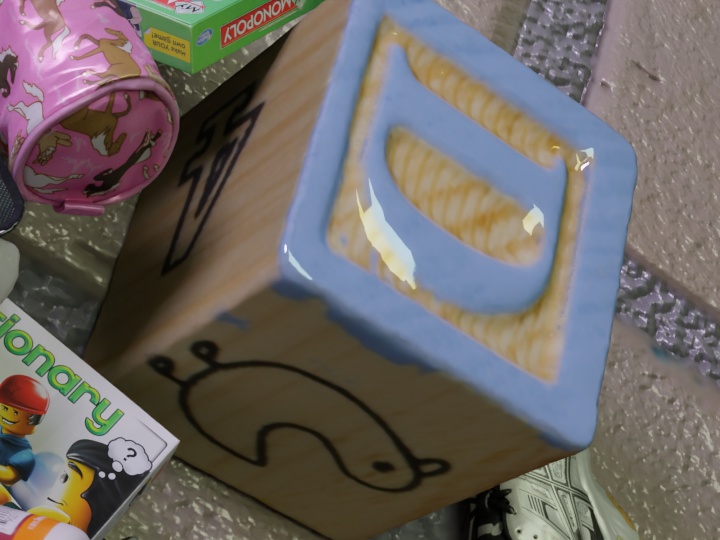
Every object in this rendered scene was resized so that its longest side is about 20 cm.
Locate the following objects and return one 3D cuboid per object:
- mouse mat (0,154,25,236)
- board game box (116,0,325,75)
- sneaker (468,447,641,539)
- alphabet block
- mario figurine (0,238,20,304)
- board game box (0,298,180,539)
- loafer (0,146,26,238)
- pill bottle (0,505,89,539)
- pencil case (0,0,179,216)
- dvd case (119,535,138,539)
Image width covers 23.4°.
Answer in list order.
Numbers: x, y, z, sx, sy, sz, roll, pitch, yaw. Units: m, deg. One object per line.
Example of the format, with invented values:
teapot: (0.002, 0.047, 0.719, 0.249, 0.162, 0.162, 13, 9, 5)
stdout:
mouse mat: (-0.245, -0.063, 0.728, 0.161, 0.008, 0.200, -19, 54, -18)
board game box: (-0.120, -0.168, 0.914, 0.200, 0.029, 0.135, 24, 41, 29)
sneaker: (0.092, 0.124, 0.999, 0.088, 0.076, 0.200, -32, 90, -43)
alphabet block: (0.000, 0.000, 0.902, 0.195, 0.200, 0.197, 32, 53, -21)
mario figurine: (-0.233, -0.002, 0.754, 0.123, 0.106, 0.200, 50, 47, -9)
board game box: (-0.198, 0.062, 0.797, 0.200, 0.035, 0.126, 39, 49, 2)
loafer: (-0.241, -0.090, 0.833, 0.200, 0.063, 0.072, 34, 16, -24)
pill bottle: (-0.216, 0.132, 0.688, 0.200, 0.113, 0.113, 14, 56, 3)
pencil case: (-0.157, -0.118, 0.802, 0.083, 0.087, 0.200, -28, 60, -11)
dvd case: (-0.146, 0.226, 0.770, 0.200, 0.025, 0.150, -25, 85, -41)
